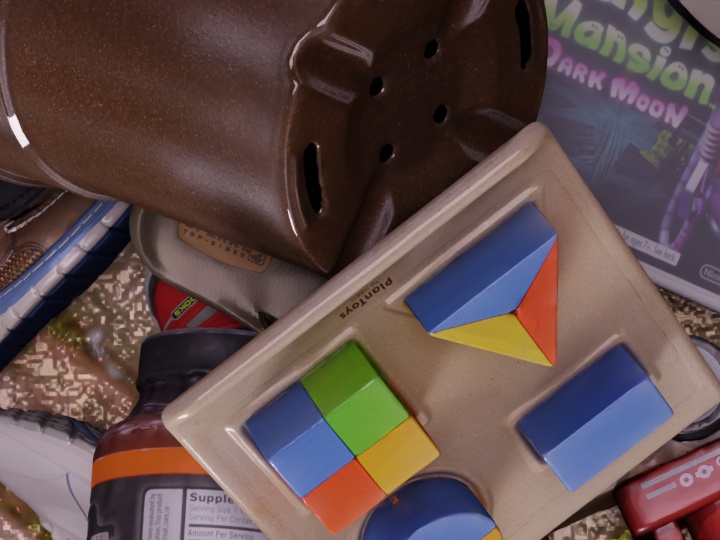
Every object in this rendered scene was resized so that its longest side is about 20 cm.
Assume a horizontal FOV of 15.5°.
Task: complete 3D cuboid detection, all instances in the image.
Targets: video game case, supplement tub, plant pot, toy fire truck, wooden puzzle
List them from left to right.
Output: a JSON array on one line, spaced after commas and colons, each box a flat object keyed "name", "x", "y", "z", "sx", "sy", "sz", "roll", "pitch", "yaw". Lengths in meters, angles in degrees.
[{"name": "supplement tub", "x": -0.064, "y": 0.128, "z": 1.118, "sx": 0.107, "sy": 0.107, "sz": 0.200, "roll": 2, "pitch": 73, "yaw": 3}, {"name": "plant pot", "x": -0.044, "y": -0.096, "z": 1.068, "sx": 0.198, "sy": 0.200, "sz": 0.200, "roll": 26, "pitch": 88, "yaw": 37}, {"name": "wooden puzzle", "x": 0.044, "y": 0.060, "z": 1.052, "sx": 0.185, "sy": 0.200, "sz": 0.046, "roll": -38, "pitch": 44, "yaw": 0}, {"name": "toy fire truck", "x": 0.129, "y": 0.154, "z": 1.183, "sx": 0.176, "sy": 0.129, "sz": 0.200, "roll": -25, "pitch": 75, "yaw": 1}, {"name": "video game case", "x": 0.142, "y": -0.086, "z": 1.151, "sx": 0.200, "sy": 0.023, "sz": 0.182, "roll": 22, "pitch": 90, "yaw": -30}]

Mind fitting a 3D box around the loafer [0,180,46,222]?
[{"name": "loafer", "x": -0.125, "y": -0.108, "z": 1.175, "sx": 0.072, "sy": 0.063, "sz": 0.200, "roll": 37, "pitch": 77, "yaw": -25}]

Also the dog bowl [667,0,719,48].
[{"name": "dog bowl", "x": 0.198, "y": -0.187, "z": 1.113, "sx": 0.200, "sy": 0.074, "sz": 0.200, "roll": 5, "pitch": 80, "yaw": -33}]

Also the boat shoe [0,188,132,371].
[{"name": "boat shoe", "x": -0.175, "y": 0.001, "z": 1.222, "sx": 0.200, "sy": 0.072, "sz": 0.072, "roll": -45, "pitch": 84, "yaw": -1}]

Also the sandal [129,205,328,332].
[{"name": "sandal", "x": -0.012, "y": 0.006, "z": 1.157, "sx": 0.200, "sy": 0.054, "sz": 0.080, "roll": 20, "pitch": 101, "yaw": 8}]

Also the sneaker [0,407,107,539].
[{"name": "sneaker", "x": -0.103, "y": 0.132, "z": 1.211, "sx": 0.200, "sy": 0.075, "sz": 0.087, "roll": 33, "pitch": 93, "yaw": 5}]

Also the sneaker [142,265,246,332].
[{"name": "sneaker", "x": 0.000, "y": 0.000, "z": 1.218, "sx": 0.200, "sy": 0.077, "sz": 0.085, "roll": -13, "pitch": 91, "yaw": 13}]
